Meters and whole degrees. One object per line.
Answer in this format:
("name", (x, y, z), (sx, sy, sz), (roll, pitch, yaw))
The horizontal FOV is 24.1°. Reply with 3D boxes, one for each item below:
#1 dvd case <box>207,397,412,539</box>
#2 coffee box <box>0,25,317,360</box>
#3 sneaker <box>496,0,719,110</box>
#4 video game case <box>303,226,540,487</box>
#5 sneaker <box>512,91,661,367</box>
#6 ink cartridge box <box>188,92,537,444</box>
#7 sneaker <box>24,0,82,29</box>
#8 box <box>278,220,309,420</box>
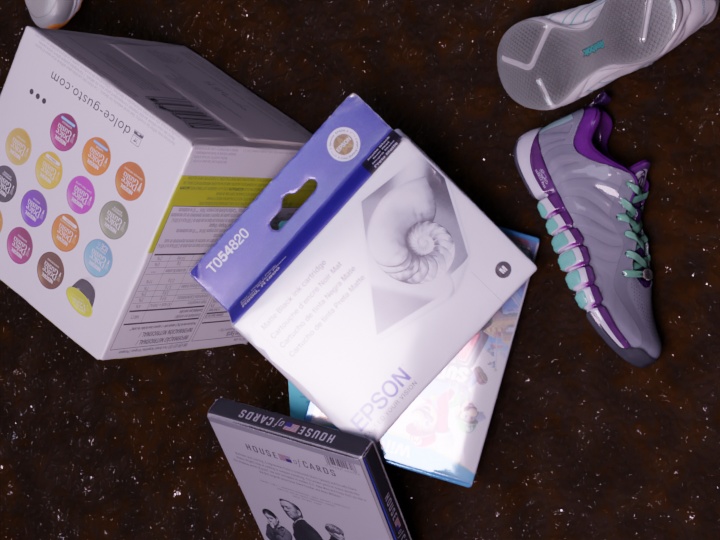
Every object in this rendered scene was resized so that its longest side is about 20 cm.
("dvd case", (-0.031, 0.191, 1.354), (0.149, 0.025, 0.201), (12, 139, 31))
("coffee box", (-0.182, -0.064, 1.411), (0.199, 0.199, 0.199), (35, 110, 27))
("sneaker", (0.183, -0.168, 1.256), (0.199, 0.080, 0.071), (-13, 93, 51))
("video game case", (0.046, 0.053, 1.322), (0.141, 0.018, 0.202), (16, 92, 2))
("sneaker", (0.189, -0.031, 1.252), (0.087, 0.074, 0.202), (-32, 74, 24))
("ink cartridge box", (0.000, 0.000, 1.295), (0.200, 0.041, 0.200), (42, 92, 2))
("sneaker", (-0.315, -0.319, 1.550), (0.075, 0.092, 0.203), (-16, 84, 32))
("box", (-0.020, 0.058, 1.381), (0.049, 0.082, 0.203), (-4, 90, 32))
